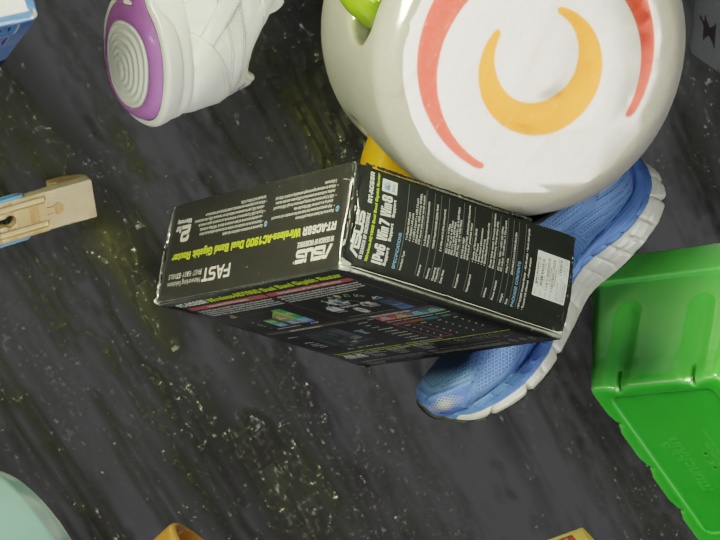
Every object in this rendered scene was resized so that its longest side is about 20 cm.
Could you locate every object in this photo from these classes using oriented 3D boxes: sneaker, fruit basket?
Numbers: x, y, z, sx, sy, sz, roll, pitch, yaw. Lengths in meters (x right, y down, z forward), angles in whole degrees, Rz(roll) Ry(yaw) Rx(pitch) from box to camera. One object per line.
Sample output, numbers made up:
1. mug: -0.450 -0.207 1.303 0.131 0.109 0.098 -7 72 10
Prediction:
1. sneaker: 0.091 0.000 1.631 0.089 0.079 0.200 35 90 -27
2. fruit basket: 0.251 0.043 1.702 0.215 0.155 0.216 14 73 -52
3. sneaker: -0.088 -0.181 1.464 0.100 0.075 0.200 -15 123 -38

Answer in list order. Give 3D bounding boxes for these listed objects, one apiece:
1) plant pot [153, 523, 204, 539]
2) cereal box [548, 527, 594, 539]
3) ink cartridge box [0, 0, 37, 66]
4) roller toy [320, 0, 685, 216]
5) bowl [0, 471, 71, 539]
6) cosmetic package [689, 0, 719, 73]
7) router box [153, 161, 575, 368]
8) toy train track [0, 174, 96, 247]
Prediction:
1. plant pot: -0.112 0.284 1.603 0.183 0.200 0.200 -42 125 0
2. cereal box: 0.102 0.279 1.794 0.144 0.040 0.200 -18 121 -15
3. ink cartridge box: -0.243 -0.132 1.354 0.136 0.200 0.076 -13 91 -13
4. roller toy: 0.076 -0.129 1.508 0.182 0.140 0.200 -18 111 -12
5. bowl: -0.223 0.186 1.528 0.105 0.201 0.201 -32 127 -31
6. cosmetic package: 0.319 -0.183 1.574 0.200 0.165 0.165 -8 118 -20
7. router box: 0.000 0.000 1.511 0.150 0.200 0.062 17 74 -31
8. toy train track: -0.243 -0.017 1.494 0.200 0.033 0.115 -17 114 -22
